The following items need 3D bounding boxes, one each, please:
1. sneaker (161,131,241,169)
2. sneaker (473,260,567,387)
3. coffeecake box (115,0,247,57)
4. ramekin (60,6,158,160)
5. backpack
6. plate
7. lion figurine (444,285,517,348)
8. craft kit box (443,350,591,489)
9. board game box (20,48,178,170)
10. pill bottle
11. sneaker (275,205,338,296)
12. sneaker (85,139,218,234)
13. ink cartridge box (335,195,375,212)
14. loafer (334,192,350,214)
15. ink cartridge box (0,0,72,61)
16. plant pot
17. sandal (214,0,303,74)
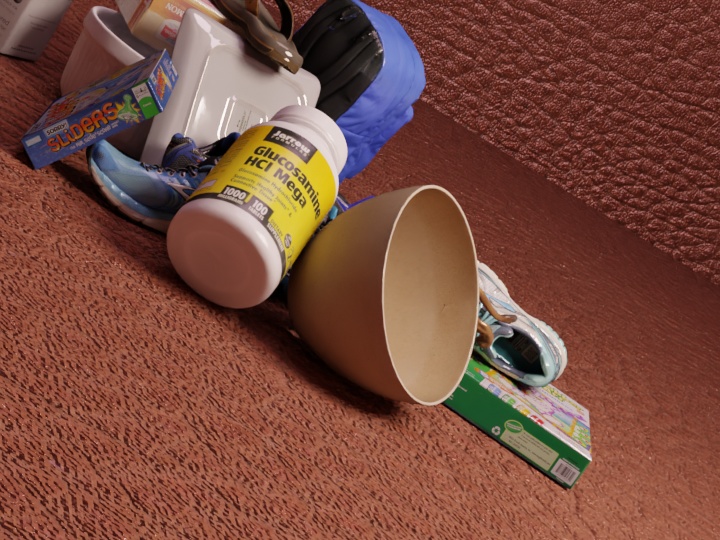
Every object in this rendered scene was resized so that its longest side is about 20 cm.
[{"bbox_3d":[-0.117,-0.103,1.612,0.198,0.079,0.075,0,11,-31],"label":"sneaker"},{"bbox_3d":[0.137,0.052,1.666,0.199,0.078,0.086,35,16,3],"label":"sneaker"},{"bbox_3d":[-0.200,-0.296,1.804,0.153,0.073,0.200,29,14,-27],"label":"coffeecake box"},{"bbox_3d":[-0.243,-0.199,1.746,0.199,0.105,0.200,33,12,-8],"label":"ramekin"},{"bbox_3d":[-0.020,-0.220,1.850,0.167,0.200,0.163,8,40,-52],"label":"backpack"},{"bbox_3d":[-0.132,-0.154,1.677,0.199,0.201,0.032,24,-15,-39],"label":"plate"},{"bbox_3d":[0.056,0.017,1.572,0.123,0.198,0.073,77,15,-50],"label":"lion figurine"},{"bbox_3d":[0.156,0.136,1.668,0.199,0.049,0.198,35,10,0],"label":"craft kit box"},{"bbox_3d":[-0.252,-0.162,1.528,0.200,0.134,0.035,-100,165,-74],"label":"board game box"},{"bbox_3d":[-0.088,-0.067,1.442,0.112,0.113,0.200,34,45,-1],"label":"pill bottle"},{"bbox_3d":[-0.067,-0.028,1.615,0.073,0.082,0.200,35,14,-7],"label":"sneaker"},{"bbox_3d":[-0.176,-0.083,1.518,0.199,0.090,0.078,28,14,-23],"label":"sneaker"},{"bbox_3d":[0.051,-0.025,1.763,0.200,0.037,0.095,40,9,-26],"label":"ink cartridge box"},{"bbox_3d":[-0.098,-0.111,1.869,0.199,0.073,0.072,35,16,5],"label":"loafer"},{"bbox_3d":[-0.388,-0.365,1.768,0.146,0.201,0.084,37,12,16],"label":"ink cartridge box"},{"bbox_3d":[0.011,0.022,1.454,0.133,0.203,0.200,1,-5,29],"label":"plant pot"},{"bbox_3d":[-0.106,-0.284,1.713,0.081,0.055,0.200,26,18,-34],"label":"sandal"}]
